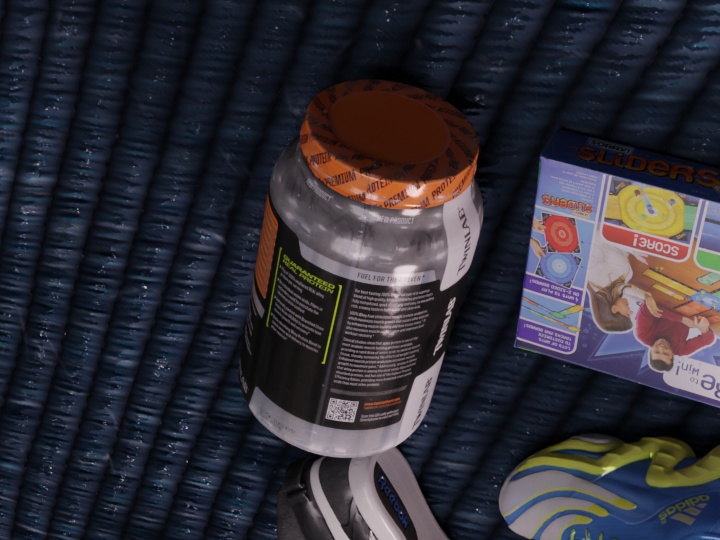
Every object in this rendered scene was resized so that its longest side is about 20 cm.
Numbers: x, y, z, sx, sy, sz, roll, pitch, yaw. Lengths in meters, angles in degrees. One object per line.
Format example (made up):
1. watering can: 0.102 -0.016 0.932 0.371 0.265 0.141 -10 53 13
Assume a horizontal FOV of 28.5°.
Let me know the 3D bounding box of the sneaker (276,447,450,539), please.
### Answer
1. sneaker: 0.009 0.212 1.002 0.111 0.073 0.201 -12 108 37

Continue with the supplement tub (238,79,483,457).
1. supplement tub: 0.000 0.000 0.816 0.122 0.123 0.201 23 131 11

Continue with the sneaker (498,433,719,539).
1. sneaker: 0.161 0.152 0.850 0.199 0.105 0.076 -15 114 33

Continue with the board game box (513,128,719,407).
1. board game box: 0.189 0.010 0.782 0.199 0.035 0.136 17 129 17
